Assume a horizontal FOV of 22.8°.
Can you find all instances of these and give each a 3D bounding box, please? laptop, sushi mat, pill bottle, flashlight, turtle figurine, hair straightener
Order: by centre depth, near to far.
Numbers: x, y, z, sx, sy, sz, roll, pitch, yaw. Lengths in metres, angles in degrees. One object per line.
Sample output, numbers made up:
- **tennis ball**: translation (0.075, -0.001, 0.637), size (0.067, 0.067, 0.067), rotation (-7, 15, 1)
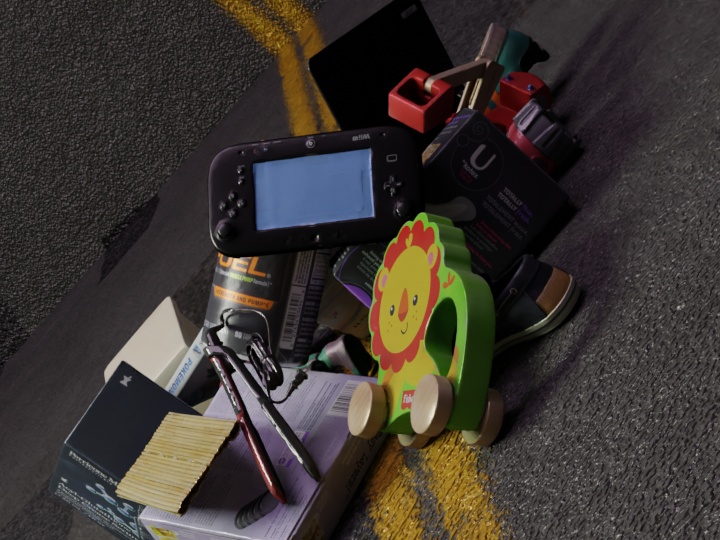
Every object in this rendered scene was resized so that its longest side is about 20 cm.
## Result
- **hair straightener**: translation (-0.079, 0.106, 1.571), size (0.076, 0.041, 0.201), rotation (-29, 54, 0)
- **sushi mat**: translation (-0.166, 0.172, 1.609), size (0.096, 0.012, 0.200), rotation (-55, 18, -16)
- **pill bottle**: translation (-0.080, -0.018, 1.671), size (0.106, 0.105, 0.202), rotation (-155, 77, -75)
- **flashlight**: translation (0.125, -0.074, 1.741), size (0.200, 0.068, 0.068), rotation (-47, -14, 15)
- **turtle figurine**: translation (-0.086, 0.132, 1.797), size (0.199, 0.101, 0.150), rotation (-30, 24, 39)
- **laptop**: translation (0.015, -0.152, 1.826), size (0.177, 0.103, 0.201), rotation (-39, -20, -37)

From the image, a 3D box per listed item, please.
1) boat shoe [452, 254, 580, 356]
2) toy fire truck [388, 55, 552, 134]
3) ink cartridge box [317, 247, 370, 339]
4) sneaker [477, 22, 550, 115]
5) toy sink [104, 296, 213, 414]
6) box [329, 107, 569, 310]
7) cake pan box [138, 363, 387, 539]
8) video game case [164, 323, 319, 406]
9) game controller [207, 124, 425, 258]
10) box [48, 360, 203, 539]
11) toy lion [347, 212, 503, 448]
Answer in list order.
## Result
- **boat shoe**: translation (0.106, 0.037, 1.522), size (0.200, 0.062, 0.075), rotation (-32, 24, 53)
- **toy fire truck**: translation (0.114, -0.160, 1.763), size (0.049, 0.142, 0.199), rotation (29, 51, 34)
- **ink cartridge box**: translation (0.000, 0.000, 1.809), size (0.117, 0.067, 0.200), rotation (-47, -23, 9)
- **sneaker**: translation (0.143, -0.157, 1.896), size (0.071, 0.079, 0.202), rotation (139, 149, -88)
- **toy sink**: translation (-0.221, 0.138, 2.140), size (0.131, 0.112, 0.200), rotation (-48, 19, 4)
- **box**: translation (0.079, -0.037, 1.649), size (0.200, 0.122, 0.106), rotation (-48, 7, 3)
- **cake pan box**: translation (-0.081, 0.171, 1.617), size (0.183, 0.052, 0.201), rotation (3, 49, 36)
- **video game case**: translation (-0.110, 0.072, 1.894), size (0.199, 0.022, 0.183), rotation (-23, -22, -40)
- **game controller**: translation (-0.040, -0.070, 1.587), size (0.198, 0.106, 0.042), rotation (-6, -6, 12)
- **box**: translation (-0.222, 0.201, 1.821), size (0.107, 0.148, 0.200), rotation (-56, 0, -25)
- **toy lion**: translation (0.056, 0.046, 1.479), size (0.200, 0.068, 0.194), rotation (167, 114, -66)
